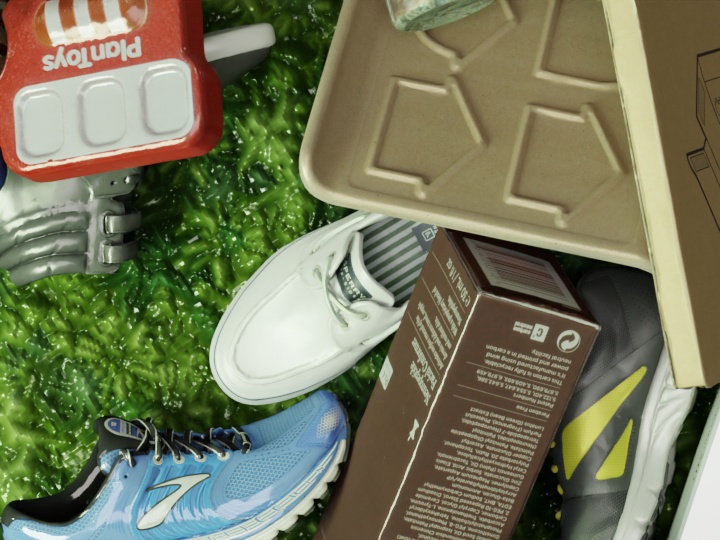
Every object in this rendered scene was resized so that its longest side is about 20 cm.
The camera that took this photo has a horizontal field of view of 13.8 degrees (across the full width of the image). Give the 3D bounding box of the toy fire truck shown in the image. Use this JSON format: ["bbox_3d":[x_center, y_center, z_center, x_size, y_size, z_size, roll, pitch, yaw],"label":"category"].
[{"bbox_3d":[-0.169,-0.125,1.527,0.199,0.112,0.169,-10,77,20],"label":"toy fire truck"}]

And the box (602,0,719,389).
[{"bbox_3d":[0.178,-0.053,1.510,0.021,0.163,0.201,-9,95,29],"label":"box"}]

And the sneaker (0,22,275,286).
[{"bbox_3d":[-0.121,-0.058,1.589,0.199,0.071,0.100,-25,93,10],"label":"sneaker"}]

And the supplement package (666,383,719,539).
[{"bbox_3d":[0.232,0.166,1.541,0.155,0.111,0.201,18,93,4],"label":"supplement package"}]

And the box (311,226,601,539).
[{"bbox_3d":[0.045,0.088,1.532,0.075,0.100,0.201,15,107,-17],"label":"box"}]

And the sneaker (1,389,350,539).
[{"bbox_3d":[-0.098,0.111,1.569,0.199,0.079,0.089,-27,105,-6],"label":"sneaker"}]

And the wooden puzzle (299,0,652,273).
[{"bbox_3d":[0.080,-0.086,1.545,0.199,0.046,0.186,14,56,1],"label":"wooden puzzle"}]

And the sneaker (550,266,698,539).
[{"bbox_3d":[0.126,0.092,1.575,0.084,0.074,0.201,18,84,10],"label":"sneaker"}]

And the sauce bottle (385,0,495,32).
[{"bbox_3d":[0.013,-0.224,1.520,0.064,0.065,0.201,-21,85,5],"label":"sauce bottle"}]

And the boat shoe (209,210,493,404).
[{"bbox_3d":[0.000,0.000,1.578,0.200,0.067,0.074,-39,88,5],"label":"boat shoe"}]
